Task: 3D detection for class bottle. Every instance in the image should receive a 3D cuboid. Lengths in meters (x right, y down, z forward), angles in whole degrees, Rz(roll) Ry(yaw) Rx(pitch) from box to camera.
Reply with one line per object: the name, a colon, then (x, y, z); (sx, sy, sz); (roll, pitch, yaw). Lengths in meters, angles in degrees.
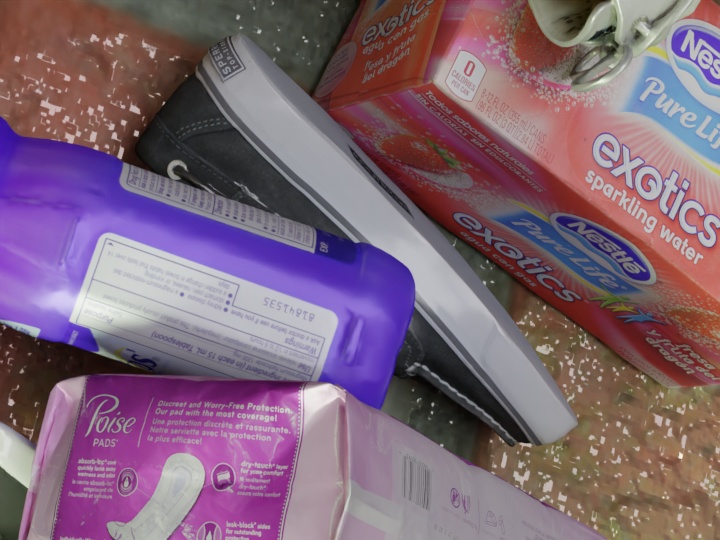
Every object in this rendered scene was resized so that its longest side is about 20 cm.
bottle: (-0.084, -0.004, 0.828); (0.199, 0.084, 0.066); (19, 87, -8)

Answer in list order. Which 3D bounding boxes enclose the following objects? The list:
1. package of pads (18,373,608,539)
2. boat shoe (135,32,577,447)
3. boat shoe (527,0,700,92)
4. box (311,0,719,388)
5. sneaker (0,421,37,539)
package of pads: (-0.005, 0.095, 0.822); (0.200, 0.120, 0.076); (33, 63, -53)
boat shoe: (0.000, 0.000, 0.912); (0.057, 0.069, 0.200); (-41, 111, 8)
boat shoe: (0.080, -0.099, 0.843); (0.201, 0.075, 0.086); (11, 79, -27)
box: (0.094, -0.049, 0.945); (0.200, 0.095, 0.103); (36, 68, -23)
sneaker: (-0.173, 0.073, 0.800); (0.200, 0.071, 0.099); (31, 78, -23)
